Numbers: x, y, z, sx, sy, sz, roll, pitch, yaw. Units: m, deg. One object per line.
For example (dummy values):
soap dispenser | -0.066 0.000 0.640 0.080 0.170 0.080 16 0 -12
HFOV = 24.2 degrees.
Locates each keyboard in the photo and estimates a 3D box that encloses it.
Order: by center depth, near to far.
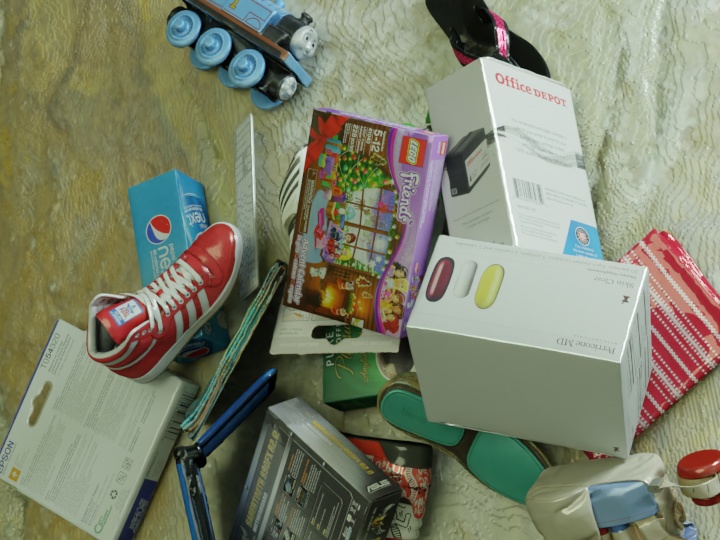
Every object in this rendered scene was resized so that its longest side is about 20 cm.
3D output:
keyboard | -0.126 -0.071 1.856 0.011 0.056 0.202 2 72 -18

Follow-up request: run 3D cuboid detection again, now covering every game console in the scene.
game console | -0.122 0.203 1.687 0.117 0.200 0.172 -13 82 -5

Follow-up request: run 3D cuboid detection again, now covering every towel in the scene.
towel | 0.261 0.074 1.625 0.200 0.022 0.145 -44 63 13
towel | -0.132 0.079 1.770 0.022 0.147 0.201 29 90 -4

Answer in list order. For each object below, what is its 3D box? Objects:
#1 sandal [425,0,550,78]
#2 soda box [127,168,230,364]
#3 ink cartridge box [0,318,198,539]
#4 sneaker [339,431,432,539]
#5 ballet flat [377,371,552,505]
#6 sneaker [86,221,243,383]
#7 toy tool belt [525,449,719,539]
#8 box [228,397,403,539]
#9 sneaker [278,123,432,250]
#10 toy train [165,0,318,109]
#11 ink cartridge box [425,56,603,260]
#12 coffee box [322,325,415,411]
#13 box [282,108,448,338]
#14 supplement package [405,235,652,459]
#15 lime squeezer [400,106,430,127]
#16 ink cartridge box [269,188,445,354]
sandal | 0.125 -0.244 1.771 0.075 0.045 0.201 -42 61 11
soda box | -0.202 -0.004 1.865 0.067 0.064 0.202 -20 68 21
ink cartridge box | -0.298 0.179 1.878 0.199 0.043 0.198 23 89 33
sneaker | -0.019 0.220 1.704 0.200 0.067 0.109 4 87 35
ballet flat | 0.110 0.159 1.648 0.199 0.071 0.071 29 90 5
sneaker | -0.208 0.026 1.757 0.071 0.112 0.201 38 95 30
toy tool belt | 0.255 0.237 1.543 0.198 0.125 0.124 -11 104 28
box | -0.051 0.254 1.669 0.158 0.048 0.201 38 124 34
sneaker | -0.009 -0.112 1.729 0.200 0.076 0.116 -36 53 15
toy train | -0.132 -0.266 1.893 0.199 0.087 0.115 34 87 31
ink cartridge box | 0.151 -0.090 1.649 0.083 0.144 0.202 -25 65 39
coffee box | 0.055 0.070 1.721 0.198 0.044 0.124 -12 69 24
box | 0.003 -0.048 1.643 0.136 0.039 0.202 14 101 26
supplement package | 0.158 0.070 1.543 0.198 0.156 0.112 9 54 18
lime squeezer | 0.044 -0.143 1.777 0.199 0.070 0.038 -2 86 58
ink cartridge box | 0.000 0.000 1.742 0.160 0.050 0.202 -3 65 32
